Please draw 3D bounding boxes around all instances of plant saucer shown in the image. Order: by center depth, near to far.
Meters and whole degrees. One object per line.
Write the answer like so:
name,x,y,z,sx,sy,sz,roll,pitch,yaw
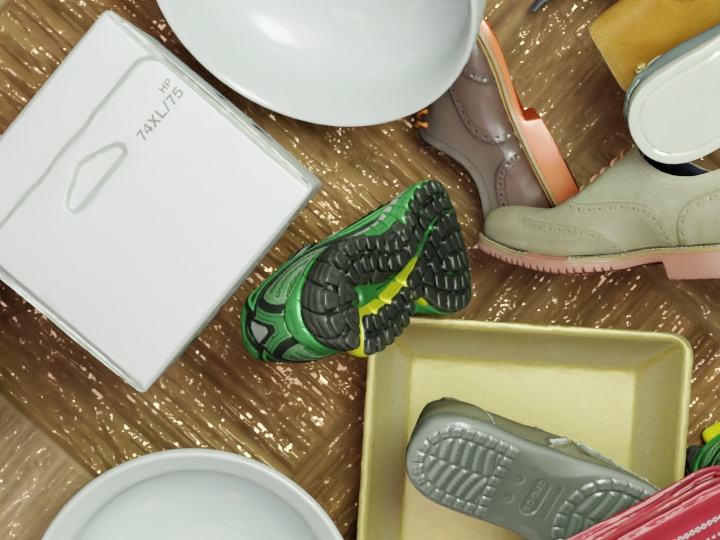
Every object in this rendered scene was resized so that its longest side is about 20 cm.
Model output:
plant saucer,0.098,0.131,1.048,0.199,0.048,0.201,4,93,-1

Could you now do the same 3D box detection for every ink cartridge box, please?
ink cartridge box,-0.123,-0.041,0.962,0.146,0.200,0.147,40,93,-2

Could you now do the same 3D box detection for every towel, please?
towel,0.177,0.210,0.997,0.144,0.023,0.201,-27,129,-3

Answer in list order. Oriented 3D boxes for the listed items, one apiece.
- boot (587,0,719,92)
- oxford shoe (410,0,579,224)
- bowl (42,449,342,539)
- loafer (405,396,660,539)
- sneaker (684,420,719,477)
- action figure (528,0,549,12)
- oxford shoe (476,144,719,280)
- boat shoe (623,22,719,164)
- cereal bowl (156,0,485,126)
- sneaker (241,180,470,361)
boot,0.188,-0.161,0.901,0.143,0.201,0.071,-25,58,10
oxford shoe,0.058,-0.113,1.024,0.072,0.071,0.201,-30,93,7
bowl,-0.099,0.202,1.023,0.200,0.090,0.202,0,94,0
loafer,0.114,0.124,0.989,0.199,0.070,0.075,30,109,-19
sneaker,0.302,0.105,1.027,0.199,0.085,0.078,-25,93,1
action figure,0.065,-0.247,0.994,0.102,0.119,0.200,-41,98,-5
oxford shoe,0.153,-0.036,0.956,0.199,0.071,0.074,1,99,37
boat shoe,0.231,-0.123,0.889,0.199,0.062,0.073,-27,106,11
cereal bowl,-0.019,-0.184,0.954,0.199,0.200,0.084,24,50,-1
sneaker,0.000,0.000,0.971,0.085,0.200,0.078,-12,96,32
